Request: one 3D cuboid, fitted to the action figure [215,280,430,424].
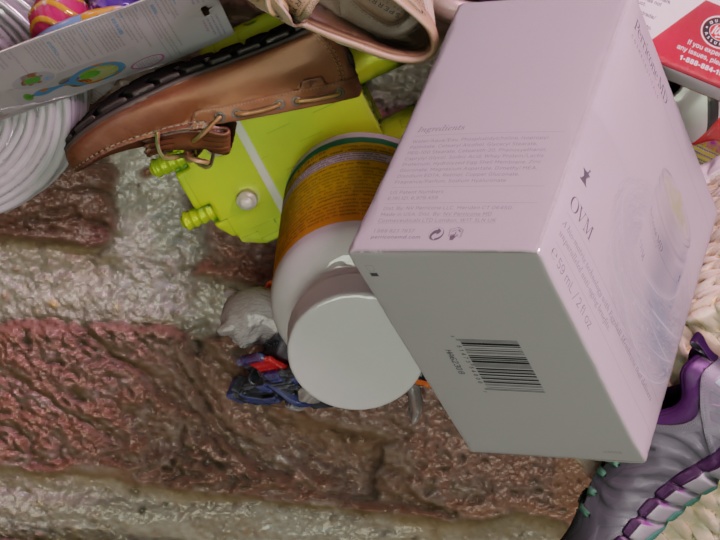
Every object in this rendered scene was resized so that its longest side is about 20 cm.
[{"bbox_3d":[-0.021,0.056,1.221,0.193,0.200,0.105,19,76,-28],"label":"action figure"}]

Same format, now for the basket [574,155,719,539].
[{"bbox_3d":[0.238,0.059,1.161,0.198,0.161,0.200,-28,116,26],"label":"basket"}]

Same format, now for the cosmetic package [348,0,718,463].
[{"bbox_3d":[0.114,-0.024,1.006,0.123,0.200,0.199,0,141,30],"label":"cosmetic package"}]

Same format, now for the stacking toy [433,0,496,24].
[{"bbox_3d":[0.090,-0.254,1.051,0.085,0.085,0.200,15,128,-6],"label":"stacking toy"}]

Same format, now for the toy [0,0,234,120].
[{"bbox_3d":[-0.187,-0.146,1.059,0.200,0.115,0.047,-23,80,0],"label":"toy"}]

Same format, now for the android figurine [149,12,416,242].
[{"bbox_3d":[-0.049,-0.092,1.180,0.200,0.041,0.182,-22,114,10],"label":"android figurine"}]

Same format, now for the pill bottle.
[{"bbox_3d":[0.000,0.000,1.089,0.113,0.200,0.113,0,120,1],"label":"pill bottle"}]

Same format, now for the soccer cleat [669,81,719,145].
[{"bbox_3d":[0.240,-0.176,1.103,0.085,0.069,0.200,16,110,-27],"label":"soccer cleat"}]

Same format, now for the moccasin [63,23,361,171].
[{"bbox_3d":[-0.099,-0.104,1.116,0.201,0.074,0.078,-21,106,-1],"label":"moccasin"}]

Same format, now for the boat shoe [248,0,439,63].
[{"bbox_3d":[-0.036,-0.183,1.008,0.200,0.065,0.071,19,123,-25],"label":"boat shoe"}]

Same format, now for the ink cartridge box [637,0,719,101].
[{"bbox_3d":[0.210,-0.221,1.036,0.144,0.084,0.200,23,95,6],"label":"ink cartridge box"}]

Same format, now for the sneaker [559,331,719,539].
[{"bbox_3d":[0.177,0.122,1.088,0.088,0.074,0.200,46,116,0],"label":"sneaker"}]

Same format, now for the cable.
[{"bbox_3d":[-0.286,-0.124,1.151,0.200,0.069,0.200,31,113,-14],"label":"cable"}]

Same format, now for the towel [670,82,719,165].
[{"bbox_3d":[0.189,-0.081,1.191,0.200,0.023,0.144,23,115,-9],"label":"towel"}]
